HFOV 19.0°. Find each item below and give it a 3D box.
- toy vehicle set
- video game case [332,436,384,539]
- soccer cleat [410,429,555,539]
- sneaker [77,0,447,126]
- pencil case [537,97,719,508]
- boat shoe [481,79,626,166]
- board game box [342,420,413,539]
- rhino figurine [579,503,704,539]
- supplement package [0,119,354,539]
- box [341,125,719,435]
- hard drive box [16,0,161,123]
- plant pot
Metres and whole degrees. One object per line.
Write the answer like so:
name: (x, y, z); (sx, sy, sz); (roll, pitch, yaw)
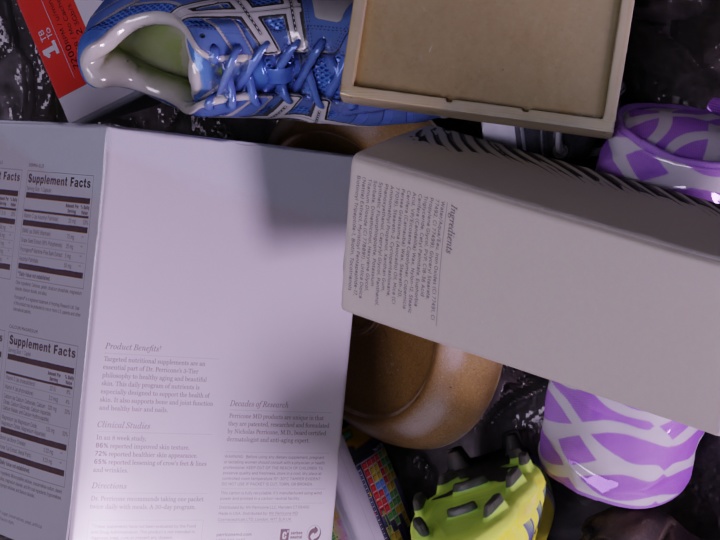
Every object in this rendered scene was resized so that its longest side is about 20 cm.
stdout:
toy vehicle set: (0.067, -0.166, 0.967); (0.124, 0.027, 0.200); (9, 88, 4)
video game case: (-0.056, 0.176, 1.162); (0.182, 0.024, 0.200); (-33, 72, 34)
soccer cleat: (0.068, 0.131, 1.053); (0.065, 0.200, 0.084); (-17, 92, 8)
sneaker: (-0.042, -0.097, 1.023); (0.200, 0.077, 0.076); (8, 124, 22)
pencil case: (0.139, 0.014, 1.022); (0.084, 0.085, 0.200); (22, 116, 19)
boat shoe: (0.094, -0.078, 1.035); (0.068, 0.072, 0.200); (-3, 112, 9)
board game box: (-0.052, 0.182, 1.232); (0.200, 0.057, 0.165); (-17, 98, 37)
rhino figurine: (0.184, 0.178, 1.033); (0.200, 0.087, 0.060); (30, 121, -3)
supplement package: (-0.108, 0.032, 1.074); (0.151, 0.152, 0.200); (7, 92, 53)
box: (0.091, 0.000, 0.954); (0.200, 0.068, 0.082); (19, 116, 30)
hard drive box: (-0.091, -0.182, 1.119); (0.200, 0.077, 0.156); (-22, 92, 38)
plant pot: (0.000, 0.000, 1.111); (0.200, 0.027, 0.200); (27, 125, 45)
